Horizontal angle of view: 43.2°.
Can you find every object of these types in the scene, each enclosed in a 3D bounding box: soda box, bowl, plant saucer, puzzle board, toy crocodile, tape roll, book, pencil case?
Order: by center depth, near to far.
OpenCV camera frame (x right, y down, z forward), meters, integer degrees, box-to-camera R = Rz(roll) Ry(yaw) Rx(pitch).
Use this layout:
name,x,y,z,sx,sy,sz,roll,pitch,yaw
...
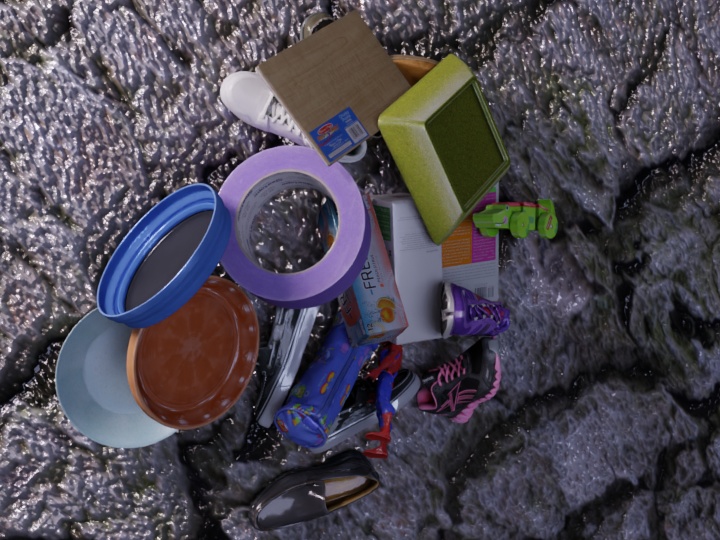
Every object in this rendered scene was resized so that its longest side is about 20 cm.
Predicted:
name,x,y,z,sx,sy,sz,roll,pitch,yaw
bowl,-0.237,-0.016,1.106,0.201,0.200,0.039,-52,123,-9
plant saucer,-0.215,0.103,1.170,0.199,0.032,0.202,-16,111,-45
puzzle board,-0.026,-0.238,1.176,0.200,0.017,0.151,-40,96,-37
tape roll,-0.087,-0.054,1.180,0.198,0.085,0.202,-1,80,5
plant saucer,-0.298,0.130,1.190,0.199,0.039,0.203,-4,100,-24
plant saucer,0.132,-0.171,1.247,0.200,0.048,0.201,-46,118,-36
soda box,0.000,0.000,1.249,0.068,0.064,0.202,-9,72,-24
pencil case,-0.041,0.145,1.253,0.078,0.087,0.201,38,54,-9
toy crocodile,0.238,-0.080,1.370,0.199,0.067,0.062,-1,92,-46
book,0.151,-0.047,1.374,0.132,0.048,0.202,-6,102,-28

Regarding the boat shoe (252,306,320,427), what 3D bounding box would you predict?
name,x,y,z,sx,sy,sz,roll,pitch,yaw
boat shoe,-0.117,0.116,1.266,0.070,0.072,0.202,19,91,-4

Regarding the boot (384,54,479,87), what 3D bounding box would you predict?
name,x,y,z,sx,sy,sz,roll,pitch,yaw
boot,0.096,-0.218,1.297,0.200,0.071,0.146,9,84,-35

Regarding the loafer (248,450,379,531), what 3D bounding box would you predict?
name,x,y,z,sx,sy,sz,roll,pitch,yaw
loafer,-0.065,0.324,1.315,0.199,0.072,0.073,-24,109,-20

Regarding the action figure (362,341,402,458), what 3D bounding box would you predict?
name,x,y,z,sx,sy,sz,roll,pitch,yaw
action figure,0.032,0.163,1.277,0.051,0.201,0.066,7,134,7

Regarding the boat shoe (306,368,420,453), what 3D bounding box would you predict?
name,x,y,z,sx,sy,sz,roll,pitch,yaw
boat shoe,-0.002,0.194,1.328,0.199,0.069,0.057,-30,109,-16

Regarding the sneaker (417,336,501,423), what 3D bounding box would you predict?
name,x,y,z,sx,sy,sz,roll,pitch,yaw
sneaker,0.141,0.162,1.343,0.094,0.201,0.080,11,50,-13

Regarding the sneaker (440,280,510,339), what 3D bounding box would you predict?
name,x,y,z,sx,sy,sz,roll,pitch,yaw
sneaker,0.166,0.058,1.292,0.200,0.083,0.082,12,78,-66

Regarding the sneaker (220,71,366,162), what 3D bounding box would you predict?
name,x,y,z,sx,sy,sz,roll,pitch,yaw
sneaker,-0.081,-0.203,1.197,0.199,0.115,0.074,24,90,-25

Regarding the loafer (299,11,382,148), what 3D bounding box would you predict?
name,x,y,z,sx,sy,sz,roll,pitch,yaw
loafer,-0.013,-0.261,1.244,0.075,0.070,0.201,-37,112,-16

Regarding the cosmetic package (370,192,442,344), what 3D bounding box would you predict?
name,x,y,z,sx,sy,sz,roll,pitch,yaw
cosmetic package,0.060,-0.006,1.302,0.084,0.107,0.202,-6,100,-26
